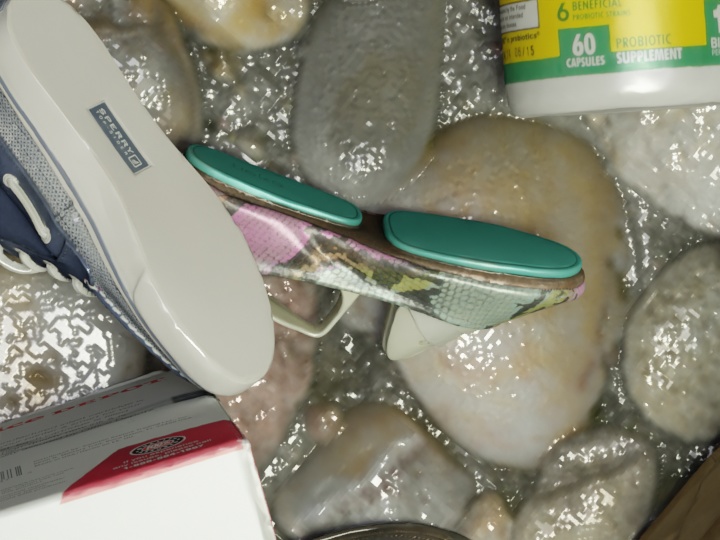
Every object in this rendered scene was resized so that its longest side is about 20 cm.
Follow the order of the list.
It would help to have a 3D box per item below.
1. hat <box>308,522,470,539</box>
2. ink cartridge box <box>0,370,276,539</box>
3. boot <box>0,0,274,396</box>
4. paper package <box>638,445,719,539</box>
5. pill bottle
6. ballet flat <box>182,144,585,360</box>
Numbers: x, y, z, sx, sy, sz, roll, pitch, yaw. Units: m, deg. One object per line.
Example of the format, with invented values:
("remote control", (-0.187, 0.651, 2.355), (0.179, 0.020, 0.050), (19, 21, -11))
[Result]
("hat", (0.009, 0.211, 1.132), (0.200, 0.081, 0.201), (0, 91, -8))
("ink cartridge box", (-0.117, 0.112, 1.052), (0.145, 0.200, 0.084), (-17, 98, -7))
("boot", (-0.120, -0.019, 1.095), (0.090, 0.073, 0.200), (-36, 81, 37))
("paper package", (0.252, 0.147, 1.144), (0.200, 0.103, 0.191), (40, 95, -9))
("pill bottle", (0.115, -0.172, 1.120), (0.113, 0.113, 0.200), (-4, 92, -8))
("ballet flat", (0.000, 0.000, 1.138), (0.200, 0.069, 0.071), (15, 108, -5))
